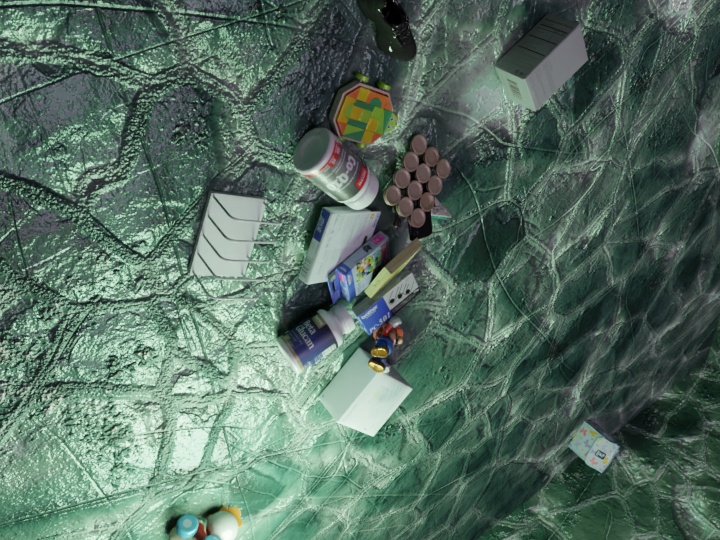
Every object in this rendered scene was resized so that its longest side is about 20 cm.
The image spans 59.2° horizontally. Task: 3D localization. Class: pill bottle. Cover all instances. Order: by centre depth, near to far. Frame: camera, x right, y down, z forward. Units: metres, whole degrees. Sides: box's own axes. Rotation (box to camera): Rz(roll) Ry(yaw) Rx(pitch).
[{"bbox_3d":[-0.050,-0.225,1.440,0.114,0.114,0.199,-52,137,6],"label":"pill bottle"},{"bbox_3d":[-0.115,0.174,1.683,0.199,0.111,0.112,-34,136,-14],"label":"pill bottle"}]

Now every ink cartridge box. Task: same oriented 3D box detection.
[{"bbox_3d":[-0.050,-0.068,1.598,0.199,0.043,0.198,-10,127,-53],"label":"ink cartridge box"},{"bbox_3d":[0.000,0.000,1.661,0.199,0.042,0.120,-39,147,-22],"label":"ink cartridge box"},{"bbox_3d":[0.076,0.087,1.818,0.199,0.044,0.094,-39,135,-8],"label":"ink cartridge box"}]

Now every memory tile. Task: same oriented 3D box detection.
[{"bbox_3d":[0.145,-0.225,1.604,0.153,0.017,0.202,36,76,-33],"label":"memory tile"}]

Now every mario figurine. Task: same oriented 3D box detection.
[{"bbox_3d":[0.086,0.213,1.822,0.123,0.200,0.106,-40,98,25],"label":"mario figurine"}]

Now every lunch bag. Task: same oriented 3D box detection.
[{"bbox_3d":[1.159,0.868,3.130,0.126,0.200,0.171,10,115,-42],"label":"lunch bag"}]

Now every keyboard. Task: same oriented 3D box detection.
[{"bbox_3d":[0.125,-0.175,1.619,0.126,0.021,0.203,-15,104,-32],"label":"keyboard"}]

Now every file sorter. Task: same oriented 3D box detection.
[{"bbox_3d":[-0.270,-0.051,1.387,0.138,0.124,0.202,2,118,-39],"label":"file sorter"}]

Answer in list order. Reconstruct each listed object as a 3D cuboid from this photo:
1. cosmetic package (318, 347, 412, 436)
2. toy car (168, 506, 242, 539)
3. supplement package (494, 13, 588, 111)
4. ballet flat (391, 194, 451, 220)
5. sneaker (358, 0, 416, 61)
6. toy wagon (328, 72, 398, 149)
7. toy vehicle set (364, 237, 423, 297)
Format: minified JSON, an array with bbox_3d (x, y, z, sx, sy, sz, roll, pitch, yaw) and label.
[{"bbox_3d":[0.017,0.372,1.926,0.200,0.123,0.200,-51,136,4],"label":"cosmetic package"},{"bbox_3d":[-0.438,0.763,1.861,0.200,0.176,0.185,-42,161,-49],"label":"toy car"},{"bbox_3d":[0.463,-0.532,1.618,0.200,0.117,0.117,-44,136,-3],"label":"supplement package"},{"bbox_3d":[0.171,-0.172,1.690,0.198,0.072,0.072,1,120,-37],"label":"ballet flat"},{"bbox_3d":[0.071,-0.514,1.343,0.076,0.091,0.200,-49,138,1],"label":"sneaker"},{"bbox_3d":[0.020,-0.357,1.454,0.198,0.040,0.156,6,116,-41],"label":"toy wagon"},{"bbox_3d":[0.085,-0.003,1.675,0.124,0.027,0.200,-41,175,-25],"label":"toy vehicle set"}]
